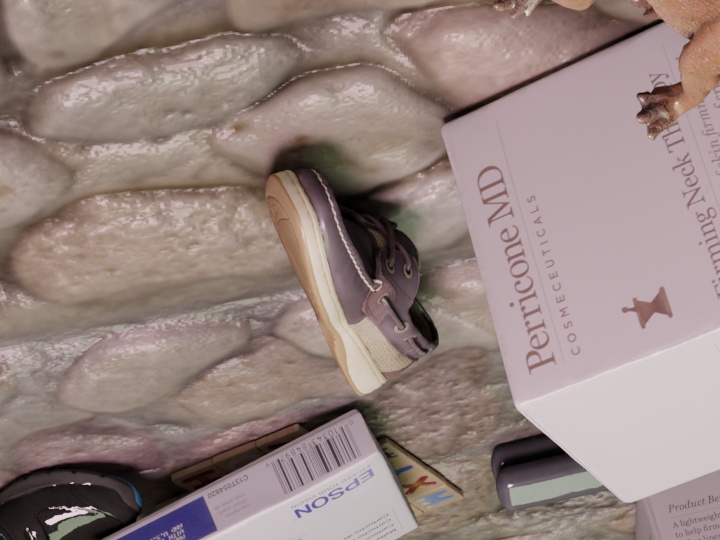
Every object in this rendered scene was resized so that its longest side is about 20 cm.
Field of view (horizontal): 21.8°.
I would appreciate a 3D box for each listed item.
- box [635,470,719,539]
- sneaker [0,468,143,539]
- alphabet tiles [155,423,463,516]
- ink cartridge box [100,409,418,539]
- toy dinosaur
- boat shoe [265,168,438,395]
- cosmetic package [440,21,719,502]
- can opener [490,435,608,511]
[{"bbox_3d":[0.321,0.230,1.441,0.197,0.132,0.200,-13,151,1],"label":"box"},{"bbox_3d":[-0.233,0.187,1.210,0.198,0.083,0.073,-16,148,3],"label":"sneaker"},{"bbox_3d":[-0.040,0.157,1.307,0.166,0.008,0.200,-23,149,18],"label":"alphabet tiles"},{"bbox_3d":[-0.061,0.190,1.267,0.198,0.041,0.200,-27,151,-1],"label":"ink cartridge box"},{"bbox_3d":[0.148,-0.128,0.768,0.135,0.086,0.200,-18,136,42],"label":"toy dinosaur"},{"bbox_3d":[0.000,0.000,0.996,0.064,0.072,0.200,-25,147,-2],"label":"boat shoe"},{"bbox_3d":[0.175,-0.011,0.935,0.199,0.169,0.166,-24,149,17],"label":"cosmetic package"},{"bbox_3d":[0.185,0.108,1.282,0.198,0.053,0.067,-13,118,2],"label":"can opener"}]
